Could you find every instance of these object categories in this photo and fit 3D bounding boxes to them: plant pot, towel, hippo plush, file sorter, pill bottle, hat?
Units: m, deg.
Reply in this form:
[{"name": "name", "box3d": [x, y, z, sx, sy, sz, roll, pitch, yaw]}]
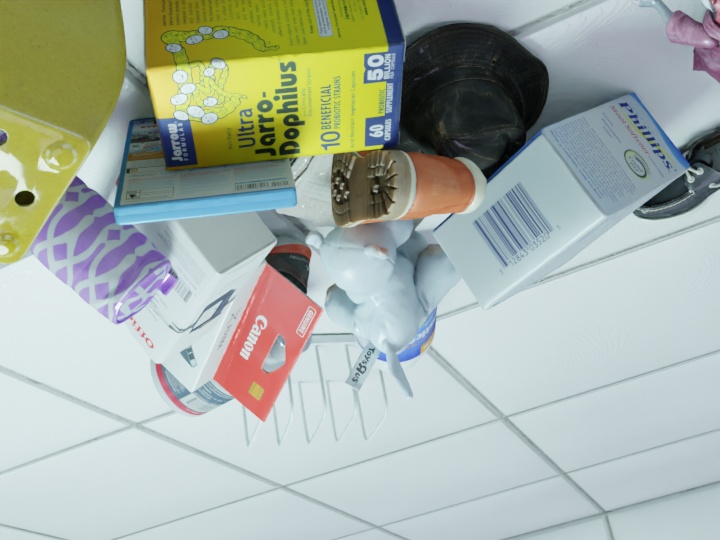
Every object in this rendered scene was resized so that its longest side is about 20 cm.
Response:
[{"name": "plant pot", "box3d": [-0.276, -0.122, 0.633, 0.193, 0.201, 0.196, 19, 120, -42]}, {"name": "towel", "box3d": [0.006, -0.092, 0.993, 0.198, 0.035, 0.133, 8, 146, -29]}, {"name": "hippo plush", "box3d": [0.000, 0.000, 0.976, 0.158, 0.201, 0.161, 5, 144, 39]}, {"name": "file sorter", "box3d": [-0.073, 0.181, 1.347, 0.197, 0.126, 0.139, 0, 148, -17]}, {"name": "pill bottle", "box3d": [-0.164, 0.101, 1.183, 0.199, 0.121, 0.119, -28, 146, 28]}, {"name": "pill bottle", "box3d": [0.044, 0.055, 1.178, 0.110, 0.113, 0.201, -9, 150, -2]}, {"name": "hat", "box3d": [0.100, -0.135, 0.881, 0.198, 0.082, 0.202, -11, 145, -8]}]

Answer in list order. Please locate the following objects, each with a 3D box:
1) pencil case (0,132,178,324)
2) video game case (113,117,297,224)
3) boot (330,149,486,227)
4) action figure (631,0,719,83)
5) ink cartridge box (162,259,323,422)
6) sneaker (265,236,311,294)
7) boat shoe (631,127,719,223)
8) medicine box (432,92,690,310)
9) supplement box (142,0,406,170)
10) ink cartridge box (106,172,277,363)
[{"name": "pencil case", "box3d": [-0.262, -0.041, 0.832, 0.084, 0.200, 0.085, -46, 176, 11]}, {"name": "video game case", "box3d": [-0.134, -0.096, 0.792, 0.141, 0.201, 0.018, -7, 120, -7]}, {"name": "boot", "box3d": [0.036, -0.077, 0.854, 0.106, 0.076, 0.200, -3, -172, -23]}, {"name": "action figure", "box3d": [0.330, -0.201, 0.809, 0.133, 0.151, 0.199, -20, 164, 29]}, {"name": "ink cartridge box", "box3d": [-0.152, 0.064, 1.036, 0.045, 0.176, 0.201, -32, 157, -51]}, {"name": "sneaker", "box3d": [-0.151, 0.022, 1.086, 0.198, 0.083, 0.077, -16, 151, 16]}, {"name": "boat shoe", "box3d": [0.394, -0.119, 1.031, 0.198, 0.075, 0.060, -23, 148, 15]}, {"name": "medicine box", "box3d": [0.206, -0.072, 0.942, 0.199, 0.103, 0.182, -26, 167, -45]}, {"name": "supplement box", "box3d": [-0.070, -0.167, 0.748, 0.197, 0.111, 0.110, -7, 142, -6]}, {"name": "ink cartridge box", "box3d": [-0.190, -0.019, 0.927, 0.084, 0.145, 0.200, -33, 171, -41]}]
